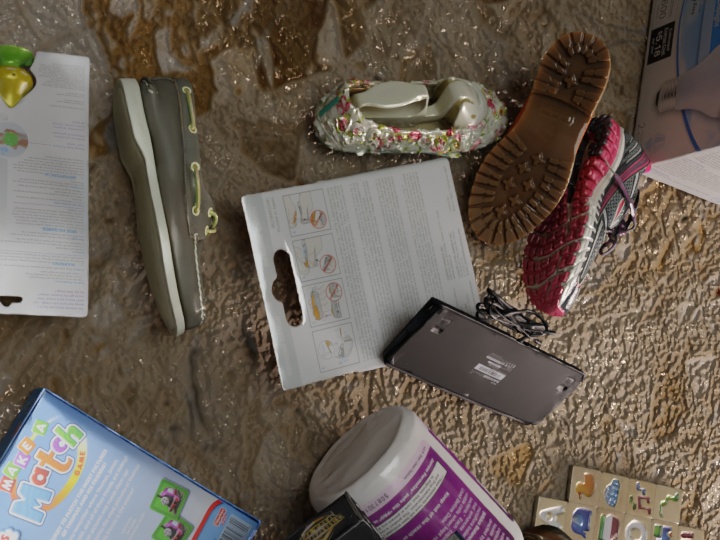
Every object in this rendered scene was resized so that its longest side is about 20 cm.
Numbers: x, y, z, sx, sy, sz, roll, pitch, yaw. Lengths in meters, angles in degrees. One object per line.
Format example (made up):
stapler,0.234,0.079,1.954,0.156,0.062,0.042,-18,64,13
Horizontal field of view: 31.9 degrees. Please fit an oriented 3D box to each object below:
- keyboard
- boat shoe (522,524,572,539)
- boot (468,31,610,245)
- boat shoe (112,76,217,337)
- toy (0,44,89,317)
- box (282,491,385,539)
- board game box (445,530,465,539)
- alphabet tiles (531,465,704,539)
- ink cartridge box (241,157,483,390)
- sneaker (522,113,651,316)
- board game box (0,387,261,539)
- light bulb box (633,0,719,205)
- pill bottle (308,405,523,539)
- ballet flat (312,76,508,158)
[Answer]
keyboard,0.113,0.065,1.070,0.200,0.104,0.040,26,28,-39
boat shoe,0.173,0.321,1.078,0.074,0.076,0.200,-18,92,-25
boot,0.165,-0.113,1.134,0.075,0.107,0.200,30,97,6
boat shoe,-0.141,-0.052,0.964,0.060,0.072,0.202,-10,84,-24
toy,-0.258,-0.064,0.917,0.115,0.047,0.200,4,78,-24
box,-0.032,0.296,0.930,0.200,0.050,0.199,-38,116,-5
board game box,0.038,0.302,0.913,0.200,0.034,0.135,-41,117,-4
alphabet tiles,0.236,0.274,1.162,0.200,0.006,0.167,16,77,-26
ink cartridge box,0.000,0.000,1.049,0.200,0.057,0.163,-13,90,-24
sneaker,0.213,-0.046,1.149,0.075,0.081,0.200,34,69,-22
board game box,-0.192,0.202,0.924,0.200,0.037,0.151,37,69,-21
light bulb box,0.376,-0.184,1.186,0.125,0.200,0.198,16,76,-26
pill bottle,0.060,0.214,1.015,0.200,0.112,0.112,48,65,-14
ballet flat,0.055,-0.136,1.079,0.200,0.064,0.076,-10,67,-29
